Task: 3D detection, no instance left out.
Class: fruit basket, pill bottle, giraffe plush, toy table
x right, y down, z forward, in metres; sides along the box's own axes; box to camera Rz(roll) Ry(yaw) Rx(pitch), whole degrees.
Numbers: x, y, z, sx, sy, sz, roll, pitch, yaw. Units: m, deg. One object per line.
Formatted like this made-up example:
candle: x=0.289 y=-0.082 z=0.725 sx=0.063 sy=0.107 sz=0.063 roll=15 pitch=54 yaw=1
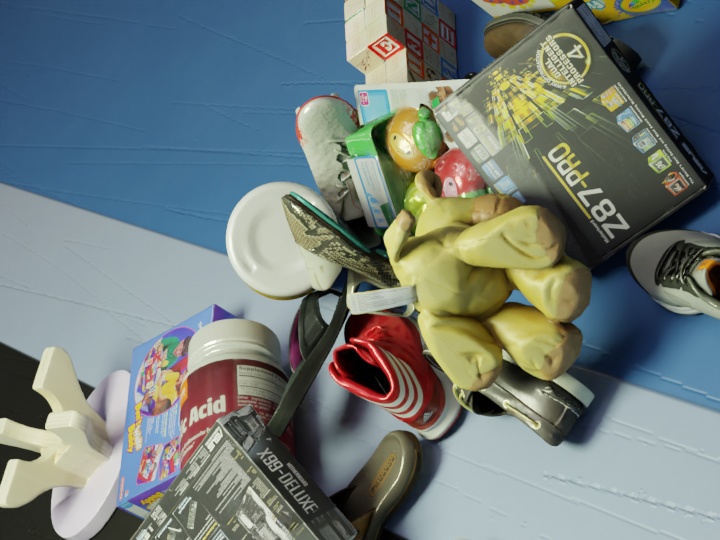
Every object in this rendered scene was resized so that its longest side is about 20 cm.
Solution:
fruit basket: x=0.075 y=-0.089 z=1.742 sx=0.093 sy=0.186 sz=0.200 roll=-28 pitch=20 yaw=-29
pill bottle: x=-0.123 y=0.154 z=1.829 sx=0.114 sy=0.114 sz=0.201 roll=-34 pitch=42 yaw=29
pill bottle: x=-0.077 y=-0.026 z=1.853 sx=0.111 sy=0.111 sz=0.200 roll=-59 pitch=0 yaw=-3
giraffe plush: x=0.098 y=-0.006 z=1.579 sx=0.162 sy=0.199 sz=0.173 roll=-74 pitch=-10 yaw=-65
toy table: x=-0.327 y=0.188 z=2.041 sx=0.183 sy=0.117 sz=0.201 roll=-22 pitch=49 yaw=39

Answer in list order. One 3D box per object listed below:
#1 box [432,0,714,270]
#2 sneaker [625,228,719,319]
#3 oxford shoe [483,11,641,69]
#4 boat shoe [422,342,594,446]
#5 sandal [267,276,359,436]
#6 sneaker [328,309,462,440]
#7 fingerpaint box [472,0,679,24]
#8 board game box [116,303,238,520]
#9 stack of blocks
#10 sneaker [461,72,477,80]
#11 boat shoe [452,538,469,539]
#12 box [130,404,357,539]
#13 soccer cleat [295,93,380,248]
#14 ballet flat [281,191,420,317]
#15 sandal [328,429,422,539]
box: x=0.186 y=-0.112 z=1.611 sx=0.161 sy=0.200 sz=0.049 roll=-35 pitch=4 yaw=27
sneaker: x=0.284 y=0.002 z=1.500 sx=0.200 sy=0.079 sz=0.074 roll=26 pitch=86 yaw=55
oxford shoe: x=0.176 y=-0.199 z=1.782 sx=0.200 sy=0.073 sz=0.085 roll=26 pitch=86 yaw=54
boat shoe: x=0.117 y=0.100 z=1.626 sx=0.201 sy=0.072 sz=0.061 roll=20 pitch=75 yaw=51
sandal: x=-0.050 y=0.067 z=1.787 sx=0.201 sy=0.048 sz=0.075 roll=-62 pitch=1 yaw=-32
sneaker: x=0.013 y=0.072 z=1.730 sx=0.079 sy=0.115 sz=0.200 roll=-54 pitch=36 yaw=4
fingerpaint box: x=0.187 y=-0.305 z=1.768 sx=0.199 sy=0.167 sz=0.074 roll=-6 pitch=61 yaw=48
board game box: x=-0.193 y=0.152 z=1.972 sx=0.134 sy=0.045 sz=0.201 roll=-28 pitch=45 yaw=34
stack of blocks: x=0.044 y=-0.213 z=1.911 sx=0.058 sy=0.115 sz=0.201 roll=-30 pitch=44 yaw=32
sneaker: x=0.146 y=-0.123 z=1.744 sx=0.076 sy=0.091 sz=0.200 roll=-48 pitch=38 yaw=3
boat shoe: x=0.100 y=0.286 z=1.507 sx=0.075 sy=0.068 sz=0.200 roll=-48 pitch=36 yaw=11
box: x=-0.113 y=0.247 z=1.683 sx=0.158 sy=0.050 sz=0.200 roll=47 pitch=125 yaw=16
soccer cleat: x=-0.015 y=-0.098 z=1.844 sx=0.068 sy=0.200 sz=0.085 roll=-19 pitch=55 yaw=-1
ballet flat: x=0.000 y=0.000 z=1.734 sx=0.076 sy=0.199 sz=0.068 roll=-62 pitch=22 yaw=4
sandal: x=-0.011 y=0.232 z=1.687 sx=0.201 sy=0.054 sz=0.082 roll=-59 pitch=35 yaw=8
